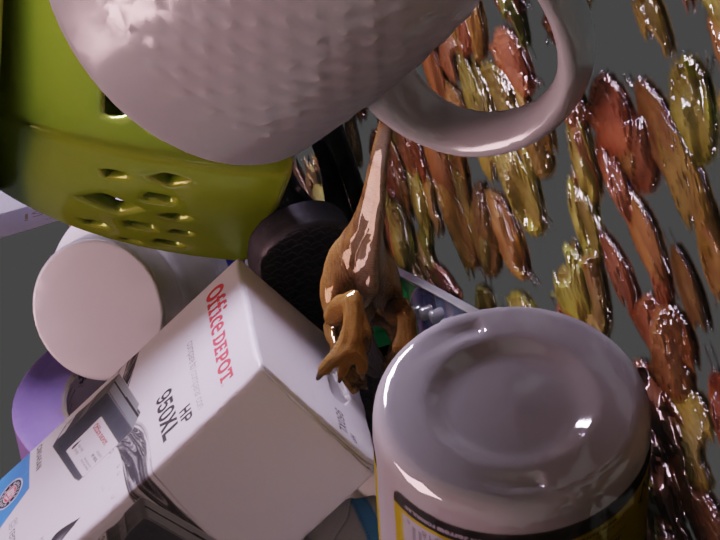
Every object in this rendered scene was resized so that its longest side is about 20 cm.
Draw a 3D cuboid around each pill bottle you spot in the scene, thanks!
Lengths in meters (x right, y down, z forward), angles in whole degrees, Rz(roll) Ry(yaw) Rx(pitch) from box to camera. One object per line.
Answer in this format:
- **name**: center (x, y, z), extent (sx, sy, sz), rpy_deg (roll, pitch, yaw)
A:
- **pill bottle**: center (-0.117, 0.005, 1.612), extent (0.200, 0.112, 0.113), rpy_deg (-33, -71, -69)
- **pill bottle**: center (0.063, 0.120, 1.121), extent (0.200, 0.111, 0.111), rpy_deg (87, 162, -46)

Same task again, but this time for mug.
- **mug**: center (0.003, -0.123, 1.018), extent (0.200, 0.148, 0.175), rpy_deg (45, 138, -10)

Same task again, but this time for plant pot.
- **plant pot**: center (-0.133, -0.122, 1.425), extent (0.200, 0.181, 0.200), rpy_deg (120, 151, -74)

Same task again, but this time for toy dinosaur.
- **toy dinosaur**: center (0.000, 0.000, 1.292), extent (0.200, 0.060, 0.107), rpy_deg (102, 159, -51)

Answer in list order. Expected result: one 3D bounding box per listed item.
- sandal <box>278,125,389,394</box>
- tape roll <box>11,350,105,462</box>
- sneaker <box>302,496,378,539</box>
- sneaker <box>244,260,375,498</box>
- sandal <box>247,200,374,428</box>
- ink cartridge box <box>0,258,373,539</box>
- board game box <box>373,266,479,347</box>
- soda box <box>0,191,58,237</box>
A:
- **sandal**: center (-0.018, -0.018, 1.470), extent (0.075, 0.048, 0.201), rpy_deg (-161, 55, -76)
- **tape roll**: center (-0.116, 0.107, 1.718), extent (0.200, 0.199, 0.085), rpy_deg (-123, 22, -55)
- **sneaker**: center (0.025, 0.172, 1.292), extent (0.200, 0.081, 0.077), rpy_deg (49, 152, 48)
- **sneaker**: center (-0.044, 0.042, 1.550), extent (0.076, 0.080, 0.201), rpy_deg (13, -120, -76)
- **sandal**: center (-0.031, 0.041, 1.444), extent (0.043, 0.076, 0.201), rpy_deg (-121, 29, -45)
- **ink cartridge box**: center (-0.096, 0.108, 1.334), extent (0.084, 0.200, 0.145), rpy_deg (44, -170, -21)
- **board game box**: center (0.053, 0.109, 1.364), extent (0.200, 0.026, 0.201), rpy_deg (-151, 46, -73)
- **soda box**: center (-0.165, -0.076, 1.705), extent (0.068, 0.199, 0.064), rpy_deg (124, 128, -75)
